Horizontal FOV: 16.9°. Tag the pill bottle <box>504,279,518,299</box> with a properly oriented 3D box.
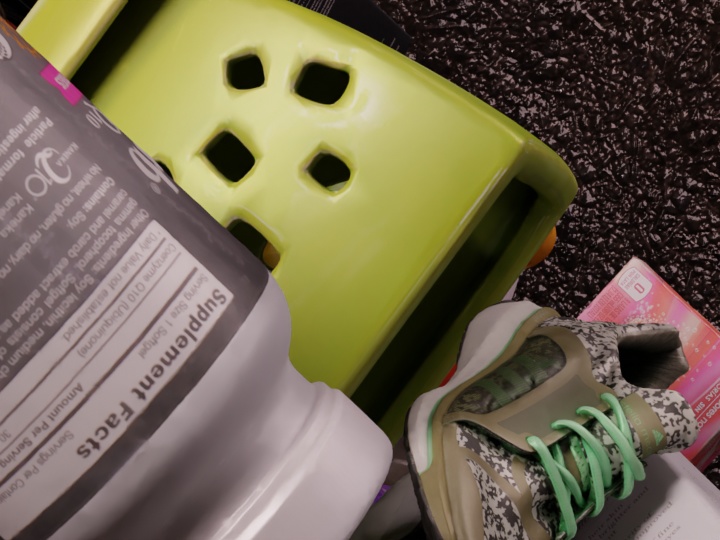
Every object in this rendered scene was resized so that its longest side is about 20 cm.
[{"bbox_3d":[-0.015,-0.027,1.339,0.199,0.113,0.112,1,-10,17],"label":"pill bottle"}]

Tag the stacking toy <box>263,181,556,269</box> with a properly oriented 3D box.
[{"bbox_3d":[0.000,0.000,1.046,0.116,0.199,0.111,23,59,-45],"label":"stacking toy"}]

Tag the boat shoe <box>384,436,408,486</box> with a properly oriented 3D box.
[{"bbox_3d":[-0.037,0.063,1.181,0.200,0.072,0.067,32,-25,-30],"label":"boat shoe"}]

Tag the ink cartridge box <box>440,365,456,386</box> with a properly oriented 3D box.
[{"bbox_3d":[-0.002,0.051,1.257,0.200,0.109,0.050,42,4,-24],"label":"ink cartridge box"}]

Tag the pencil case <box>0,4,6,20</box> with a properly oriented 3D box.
[{"bbox_3d":[-0.192,-0.089,1.028,0.090,0.078,0.200,57,1,-13],"label":"pencil case"}]

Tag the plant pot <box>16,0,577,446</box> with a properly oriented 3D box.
[{"bbox_3d":[-0.052,-0.014,0.899,0.181,0.199,0.200,38,4,9],"label":"plant pot"}]

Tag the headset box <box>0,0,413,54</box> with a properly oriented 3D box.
[{"bbox_3d":[-0.103,-0.141,1.167,0.174,0.093,0.200,25,-7,38],"label":"headset box"}]

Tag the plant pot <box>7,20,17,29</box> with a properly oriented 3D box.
[{"bbox_3d":[-0.184,-0.181,1.364,0.177,0.199,0.200,56,0,-20],"label":"plant pot"}]

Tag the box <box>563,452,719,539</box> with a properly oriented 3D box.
[{"bbox_3d":[0.096,0.152,0.921,0.106,0.152,0.200,42,5,-16],"label":"box"}]

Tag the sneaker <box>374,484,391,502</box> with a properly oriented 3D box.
[{"bbox_3d":[0.043,0.129,1.079,0.200,0.088,0.081,41,7,-29],"label":"sneaker"}]

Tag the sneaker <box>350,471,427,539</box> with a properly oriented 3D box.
[{"bbox_3d":[0.003,0.135,0.871,0.073,0.085,0.200,50,26,-2],"label":"sneaker"}]

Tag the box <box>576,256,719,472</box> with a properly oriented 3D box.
[{"bbox_3d":[0.115,0.101,1.267,0.095,0.200,0.103,43,3,13],"label":"box"}]

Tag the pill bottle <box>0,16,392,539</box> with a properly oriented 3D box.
[{"bbox_3d":[-0.093,0.016,0.685,0.200,0.116,0.116,44,4,-10],"label":"pill bottle"}]

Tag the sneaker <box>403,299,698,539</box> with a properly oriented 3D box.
[{"bbox_3d":[0.073,0.060,0.859,0.200,0.088,0.077,-62,136,-60],"label":"sneaker"}]
